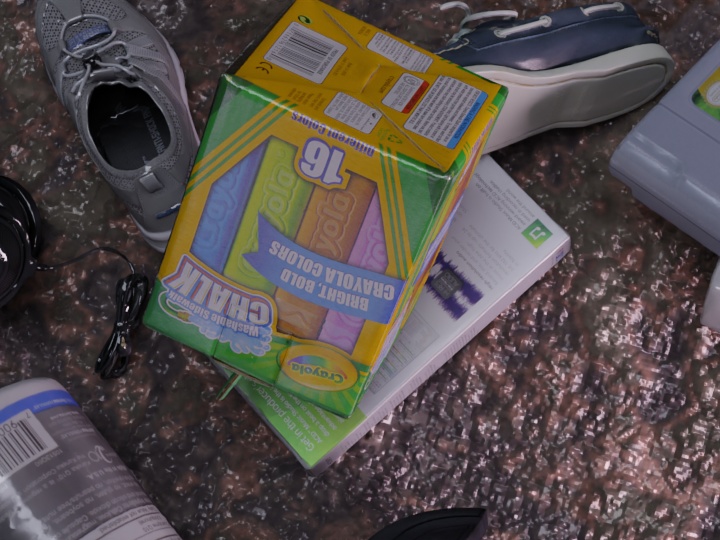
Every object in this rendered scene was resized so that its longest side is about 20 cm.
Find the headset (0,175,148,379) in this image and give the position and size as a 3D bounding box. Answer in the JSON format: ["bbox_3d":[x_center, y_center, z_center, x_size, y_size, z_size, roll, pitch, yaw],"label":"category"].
[{"bbox_3d":[-0.221,-0.002,1.031,0.200,0.124,0.094,14,101,-8],"label":"headset"}]

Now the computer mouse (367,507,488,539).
[{"bbox_3d":[-0.009,0.187,0.929,0.046,0.140,0.200,41,82,6],"label":"computer mouse"}]

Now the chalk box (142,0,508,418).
[{"bbox_3d":[-0.025,-0.015,0.938,0.124,0.124,0.200,24,123,5],"label":"chalk box"}]

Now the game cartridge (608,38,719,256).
[{"bbox_3d":[0.250,-0.085,1.006,0.133,0.040,0.200,38,66,16],"label":"game cartridge"}]

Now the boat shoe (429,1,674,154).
[{"bbox_3d":[0.082,-0.114,1.020,0.200,0.075,0.062,-15,60,-20],"label":"boat shoe"}]

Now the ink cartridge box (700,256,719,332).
[{"bbox_3d":[0.299,-0.028,1.018,0.161,0.050,0.200,21,60,12],"label":"ink cartridge box"}]

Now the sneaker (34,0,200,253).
[{"bbox_3d":[-0.138,-0.107,1.053,0.075,0.082,0.200,-32,61,-3],"label":"sneaker"}]

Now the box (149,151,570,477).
[{"bbox_3d":[0.000,0.000,1.040,0.200,0.036,0.144,-41,74,-7],"label":"box"}]

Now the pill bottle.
[{"bbox_3d":[-0.149,0.165,0.968,0.114,0.114,0.200,-39,74,-5],"label":"pill bottle"}]
